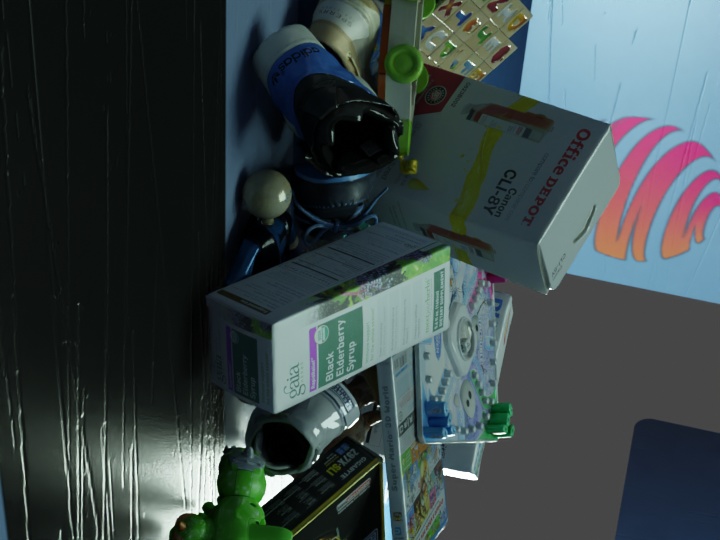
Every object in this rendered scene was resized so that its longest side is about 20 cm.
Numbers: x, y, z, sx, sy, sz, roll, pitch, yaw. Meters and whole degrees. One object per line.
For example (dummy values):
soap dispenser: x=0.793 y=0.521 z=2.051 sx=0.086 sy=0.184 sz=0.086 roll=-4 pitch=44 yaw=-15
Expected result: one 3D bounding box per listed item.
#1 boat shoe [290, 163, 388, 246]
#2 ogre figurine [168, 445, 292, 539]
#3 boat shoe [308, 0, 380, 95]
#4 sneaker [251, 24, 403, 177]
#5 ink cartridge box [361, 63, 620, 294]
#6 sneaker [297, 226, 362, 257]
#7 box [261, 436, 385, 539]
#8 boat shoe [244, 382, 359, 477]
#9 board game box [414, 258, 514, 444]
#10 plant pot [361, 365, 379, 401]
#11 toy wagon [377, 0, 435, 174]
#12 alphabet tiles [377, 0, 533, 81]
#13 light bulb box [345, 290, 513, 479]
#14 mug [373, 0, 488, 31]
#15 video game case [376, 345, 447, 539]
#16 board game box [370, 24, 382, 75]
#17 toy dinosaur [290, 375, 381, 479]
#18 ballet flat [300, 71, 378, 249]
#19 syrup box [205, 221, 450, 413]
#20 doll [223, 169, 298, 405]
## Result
boat shoe: x=-0.019 y=-0.058 z=1.395 sx=0.200 sy=0.084 sz=0.069 roll=-99 pitch=-173 yaw=-85
ogre figurine: x=-0.101 y=0.223 z=1.312 sx=0.120 sy=0.098 sz=0.200 roll=106 pitch=10 yaw=-61
boat shoe: x=-0.028 y=-0.155 z=1.406 sx=0.069 sy=0.074 sz=0.200 roll=-56 pitch=161 yaw=-31
sneaker: x=-0.009 y=-0.110 z=1.297 sx=0.077 sy=0.111 sz=0.200 roll=-37 pitch=156 yaw=3
ink cartridge box: x=0.113 y=-0.086 z=1.481 sx=0.145 sy=0.200 sz=0.083 roll=-57 pitch=151 yaw=-22
sneaker: x=0.000 y=0.000 z=1.479 sx=0.200 sy=0.077 sz=0.089 roll=-21 pitch=144 yaw=-49
box: x=-0.060 y=0.266 z=1.470 sx=0.200 sy=0.049 sz=0.160 roll=-37 pitch=144 yaw=-32
boat shoe: x=-0.069 y=0.144 z=1.423 sx=0.065 sy=0.074 sz=0.200 roll=-41 pitch=176 yaw=-30
board game box: x=0.103 y=0.066 z=1.592 sx=0.200 sy=0.026 sz=0.200 roll=11 pitch=76 yaw=-64
plant pot: x=0.006 y=0.064 z=1.597 sx=0.200 sy=0.027 sz=0.200 roll=60 pitch=4 yaw=-7
toy wagon: x=0.038 y=-0.184 z=1.418 sx=0.155 sy=0.040 sz=0.200 roll=-26 pitch=121 yaw=-85
alphabet tiles: x=0.088 y=-0.211 z=1.594 sx=0.166 sy=0.006 sz=0.200 roll=-42 pitch=160 yaw=10
light bulb box: x=0.047 y=0.107 z=1.758 sx=0.125 sy=0.200 sz=0.199 roll=55 pitch=48 yaw=-78
mug: x=0.053 y=-0.312 z=1.571 sx=0.149 sy=0.187 sz=0.153 roll=-36 pitch=169 yaw=14
video game case: x=0.049 y=0.160 z=1.523 sx=0.143 sy=0.018 sz=0.200 roll=-31 pitch=117 yaw=-71
board game box: x=0.006 y=-0.129 z=1.655 sx=0.151 sy=0.037 sz=0.200 roll=-63 pitch=154 yaw=-61
toy dinosaur: x=-0.043 y=0.142 z=1.597 sx=0.086 sy=0.135 sz=0.200 roll=56 pitch=6 yaw=-38
ballet flat: x=-0.010 y=-0.107 z=1.535 sx=0.072 sy=0.072 sz=0.200 roll=-17 pitch=126 yaw=-80
syrup box: x=-0.023 y=0.034 z=1.301 sx=0.200 sy=0.081 sz=0.079 roll=-24 pitch=123 yaw=-41
doll: x=-0.076 y=0.007 z=1.342 sx=0.136 sy=0.048 sz=0.200 roll=-55 pitch=150 yaw=-53
